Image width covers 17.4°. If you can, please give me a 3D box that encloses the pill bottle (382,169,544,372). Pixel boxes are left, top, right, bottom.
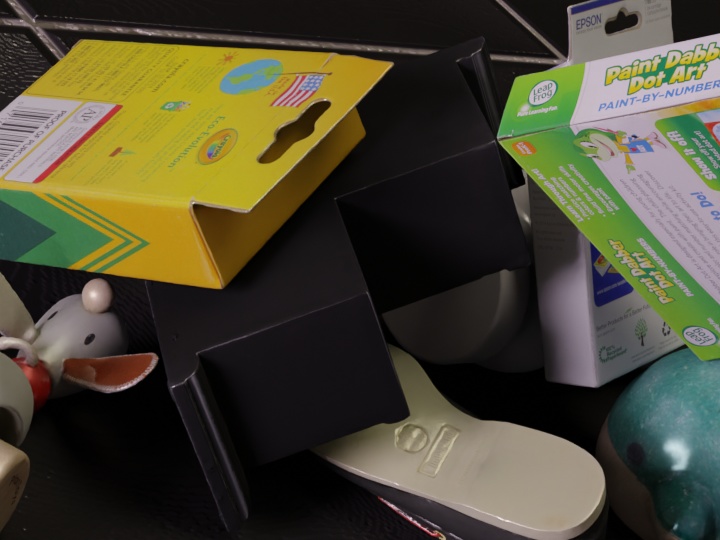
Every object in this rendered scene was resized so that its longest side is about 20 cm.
[{"bbox_3d":[0.107,-0.002,1.330,0.200,0.116,0.116,-6,41,-47],"label":"pill bottle"}]

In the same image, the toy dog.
[{"bbox_3d":[-0.158,0.035,1.037,0.131,0.097,0.200,23,27,-9],"label":"toy dog"}]

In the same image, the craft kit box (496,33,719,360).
[{"bbox_3d":[0.199,-0.034,1.114,0.200,0.197,0.049,44,49,-37],"label":"craft kit box"}]

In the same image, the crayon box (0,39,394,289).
[{"bbox_3d":[-0.089,-0.053,1.116,0.199,0.051,0.127,7,41,38],"label":"crayon box"}]

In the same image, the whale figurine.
[{"bbox_3d":[0.216,0.116,1.227,0.159,0.104,0.200,1,34,-43],"label":"whale figurine"}]

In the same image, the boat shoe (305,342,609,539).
[{"bbox_3d":[0.031,0.092,1.157,0.201,0.063,0.074,25,59,24],"label":"boat shoe"}]

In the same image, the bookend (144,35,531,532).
[{"bbox_3d":[0.000,0.000,1.132,0.199,0.092,0.199,-20,34,-1],"label":"bookend"}]

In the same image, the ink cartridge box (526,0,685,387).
[{"bbox_3d":[0.130,-0.047,1.234,0.039,0.201,0.099,7,17,40],"label":"ink cartridge box"}]
